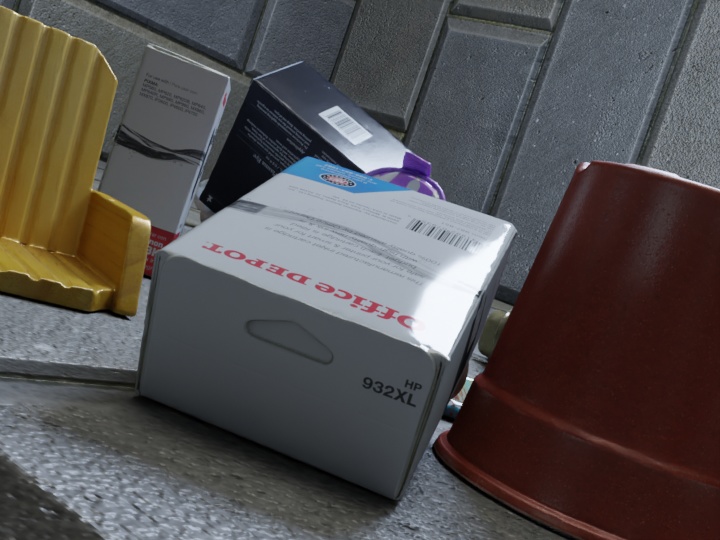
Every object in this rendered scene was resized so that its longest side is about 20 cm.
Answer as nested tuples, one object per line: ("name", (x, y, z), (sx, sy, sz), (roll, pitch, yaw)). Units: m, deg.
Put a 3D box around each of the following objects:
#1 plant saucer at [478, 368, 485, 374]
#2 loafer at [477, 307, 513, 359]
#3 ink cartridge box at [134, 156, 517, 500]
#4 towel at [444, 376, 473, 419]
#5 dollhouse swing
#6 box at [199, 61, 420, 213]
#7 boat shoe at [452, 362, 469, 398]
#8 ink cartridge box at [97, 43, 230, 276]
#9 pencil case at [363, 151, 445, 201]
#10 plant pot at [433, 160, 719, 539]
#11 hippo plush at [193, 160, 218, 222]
("plant saucer", (0.214, 0.131, 0.977), (0.199, 0.028, 0.200), (19, 3, -1))
("loafer", (0.174, 0.085, 1.155), (0.067, 0.076, 0.200), (19, -7, 15))
("ink cartridge box", (-0.008, 0.017, 0.530), (0.144, 0.084, 0.200), (20, 24, 11))
("towel", (0.137, 0.118, 0.781), (0.199, 0.022, 0.147), (19, 3, -7))
("dollhouse swing", (-0.242, -0.090, 0.663), (0.199, 0.177, 0.182), (18, 3, -34))
("box", (-0.057, -0.101, 1.111), (0.200, 0.182, 0.104), (41, 37, 10))
("boat shoe", (-0.019, 0.043, 0.663), (0.199, 0.075, 0.066), (24, 9, 41))
("ink cartridge box", (-0.195, -0.105, 0.941), (0.083, 0.201, 0.144), (18, 4, -9))
("pencil case", (0.024, 0.005, 0.744), (0.084, 0.086, 0.200), (33, -25, 17))
("plant pot", (0.169, 0.049, 0.580), (0.200, 0.196, 0.201), (19, 4, -1))
("hippo plush", (-0.182, -0.091, 1.693), (0.199, 0.160, 0.161), (-3, 48, -41))
